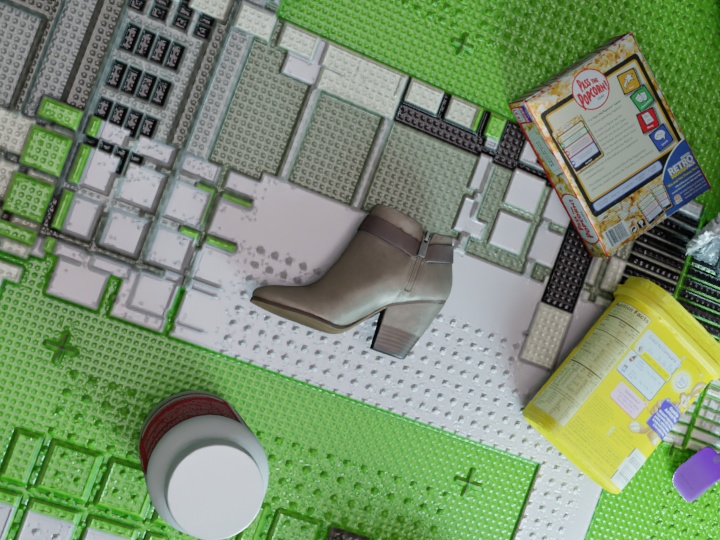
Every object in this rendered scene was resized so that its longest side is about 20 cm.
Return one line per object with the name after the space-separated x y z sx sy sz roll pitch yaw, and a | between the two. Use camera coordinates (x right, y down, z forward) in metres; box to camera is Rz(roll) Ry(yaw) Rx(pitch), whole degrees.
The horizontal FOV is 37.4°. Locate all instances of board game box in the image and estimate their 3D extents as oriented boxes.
0.278 -0.138 1.180 0.151 0.046 0.200 -32 101 -10 | board game box

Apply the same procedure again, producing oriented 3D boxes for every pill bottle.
-0.149 0.185 1.009 0.112 0.200 0.113 -1 94 -15 | pill bottle

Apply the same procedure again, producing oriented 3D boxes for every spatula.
0.444 0.189 1.261 0.200 0.021 0.057 -47 116 -10 | spatula

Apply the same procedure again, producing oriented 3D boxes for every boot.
0.000 0.000 1.112 0.200 0.070 0.147 21 82 -17 | boot

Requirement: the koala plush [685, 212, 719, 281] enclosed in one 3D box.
0.469 -0.054 1.185 0.177 0.184 0.200 42 96 -17 | koala plush

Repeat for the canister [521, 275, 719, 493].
0.294 0.129 1.184 0.149 0.087 0.200 43 84 -14 | canister
